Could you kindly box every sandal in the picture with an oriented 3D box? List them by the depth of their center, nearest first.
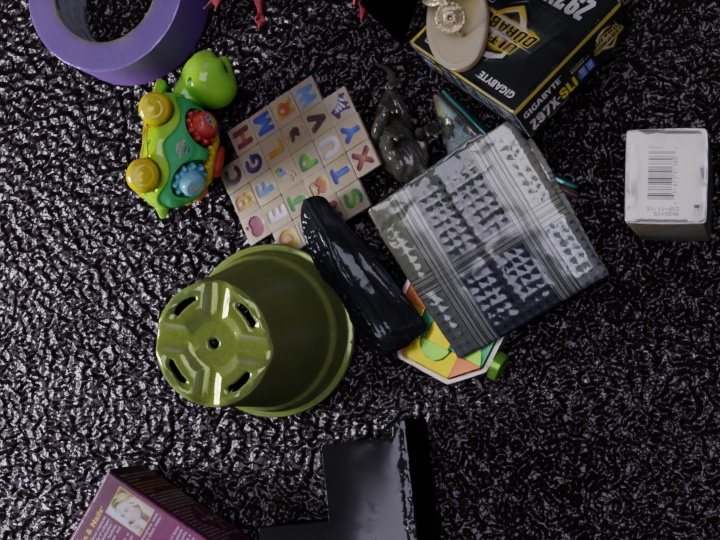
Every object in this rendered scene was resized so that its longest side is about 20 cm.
[{"bbox_3d":[0.088,-0.314,1.449,0.077,0.070,0.213,-17,57,32],"label":"sandal"}]

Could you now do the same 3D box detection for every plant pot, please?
[{"bbox_3d":[-0.127,0.073,1.477,0.199,0.184,0.202,1,93,16],"label":"plant pot"}]

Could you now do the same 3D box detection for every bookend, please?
[{"bbox_3d":[-0.022,0.273,1.490,0.199,0.092,0.200,-9,82,16],"label":"bookend"}]

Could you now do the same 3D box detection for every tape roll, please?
[{"bbox_3d":[-0.286,-0.327,1.615,0.199,0.085,0.201,-1,85,15],"label":"tape roll"}]

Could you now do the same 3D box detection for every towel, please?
[{"bbox_3d":[0.134,-0.035,1.450,0.192,0.035,0.201,-31,90,14],"label":"towel"}]

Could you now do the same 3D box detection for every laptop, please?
[{"bbox_3d":[0.013,-0.379,1.479,0.116,0.187,0.200,-37,78,10],"label":"laptop"}]

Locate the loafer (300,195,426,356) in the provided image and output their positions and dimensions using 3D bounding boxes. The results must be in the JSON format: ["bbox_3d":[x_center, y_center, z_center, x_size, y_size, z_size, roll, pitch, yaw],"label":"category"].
[{"bbox_3d":[0.000,0.000,1.490,0.070,0.068,0.201,-25,71,-22],"label":"loafer"}]

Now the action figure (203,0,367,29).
[{"bbox_3d":[-0.097,-0.313,1.566,0.199,0.065,0.099,20,78,16],"label":"action figure"}]

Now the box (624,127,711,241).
[{"bbox_3d":[0.313,-0.082,1.365,0.077,0.200,0.096,1,85,16],"label":"box"}]

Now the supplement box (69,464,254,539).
[{"bbox_3d":[-0.220,0.329,1.536,0.200,0.103,0.131,32,95,15],"label":"supplement box"}]

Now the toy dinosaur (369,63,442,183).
[{"bbox_3d":[0.039,-0.145,1.508,0.077,0.102,0.200,-19,58,-25],"label":"toy dinosaur"}]

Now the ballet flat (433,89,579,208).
[{"bbox_3d":[0.145,-0.116,1.489,0.200,0.069,0.071,37,103,12],"label":"ballet flat"}]

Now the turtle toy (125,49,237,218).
[{"bbox_3d":[-0.203,-0.157,1.560,0.101,0.146,0.201,11,88,-4],"label":"turtle toy"}]

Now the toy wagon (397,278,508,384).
[{"bbox_3d":[0.114,0.022,1.498,0.155,0.040,0.201,27,94,16],"label":"toy wagon"}]

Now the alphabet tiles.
[{"bbox_3d":[-0.072,-0.117,1.549,0.200,0.006,0.167,-30,79,29],"label":"alphabet tiles"}]

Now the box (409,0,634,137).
[{"bbox_3d":[0.168,-0.250,1.441,0.160,0.049,0.200,-45,44,-1],"label":"box"}]
